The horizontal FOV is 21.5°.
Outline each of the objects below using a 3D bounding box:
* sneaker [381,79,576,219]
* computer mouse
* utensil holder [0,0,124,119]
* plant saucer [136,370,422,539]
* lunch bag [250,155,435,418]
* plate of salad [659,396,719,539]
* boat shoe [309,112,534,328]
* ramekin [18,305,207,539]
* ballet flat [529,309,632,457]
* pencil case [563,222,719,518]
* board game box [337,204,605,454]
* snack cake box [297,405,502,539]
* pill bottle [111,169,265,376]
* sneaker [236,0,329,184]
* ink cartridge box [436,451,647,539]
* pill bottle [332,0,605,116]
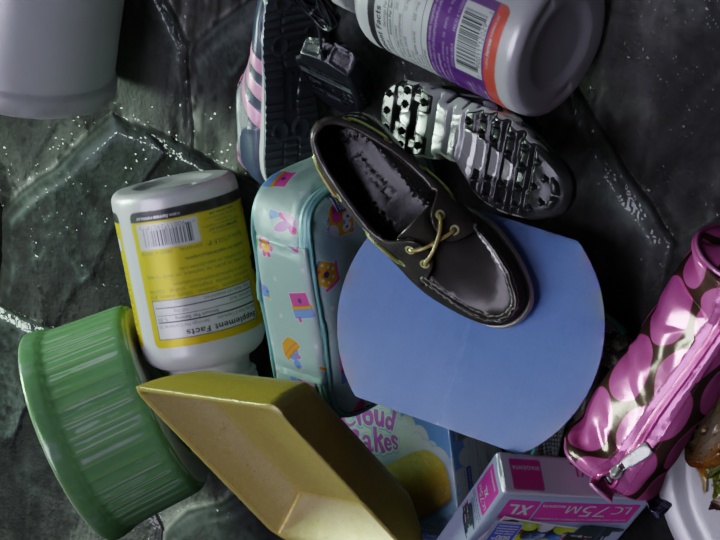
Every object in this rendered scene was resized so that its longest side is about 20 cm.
[{"bbox_3d":[0.104,-0.093,1.377,0.200,0.090,0.067,33,121,48],"label":"sneaker"},{"bbox_3d":[-0.025,-0.180,1.443,0.058,0.034,0.200,29,163,21],"label":"computer mouse"},{"bbox_3d":[-0.281,-0.255,1.634,0.170,0.170,0.201,29,120,32],"label":"utensil holder"},{"bbox_3d":[-0.053,0.145,1.488,0.200,0.049,0.200,3,140,52],"label":"plant saucer"},{"bbox_3d":[0.000,0.000,1.468,0.077,0.160,0.201,16,121,44],"label":"lunch bag"},{"bbox_3d":[0.288,0.165,1.332,0.199,0.048,0.201,15,114,38],"label":"plate of salad"},{"bbox_3d":[0.039,-0.033,1.348,0.201,0.061,0.072,45,103,11],"label":"boat shoe"},{"bbox_3d":[-0.214,0.129,1.685,0.097,0.200,0.201,-24,87,5],"label":"ramekin"},{"bbox_3d":[0.164,0.122,1.418,0.072,0.072,0.201,29,123,33],"label":"ballet flat"},{"bbox_3d":[0.219,0.067,1.305,0.091,0.094,0.201,33,114,14],"label":"pencil case"},{"bbox_3d":[0.084,0.037,1.389,0.199,0.039,0.159,18,92,17],"label":"board game box"},{"bbox_3d":[0.021,0.148,1.561,0.199,0.067,0.116,5,109,42],"label":"snack cake box"},{"bbox_3d":[-0.143,0.021,1.638,0.111,0.111,0.201,0,104,43],"label":"pill bottle"},{"bbox_3d":[-0.073,-0.168,1.539,0.082,0.070,0.201,28,116,51],"label":"sneaker"},{"bbox_3d":[0.124,0.203,1.428,0.200,0.119,0.042,119,150,-51],"label":"ink cartridge box"},{"bbox_3d":[0.067,-0.197,1.366,0.200,0.111,0.112,30,123,32],"label":"pill bottle"}]
